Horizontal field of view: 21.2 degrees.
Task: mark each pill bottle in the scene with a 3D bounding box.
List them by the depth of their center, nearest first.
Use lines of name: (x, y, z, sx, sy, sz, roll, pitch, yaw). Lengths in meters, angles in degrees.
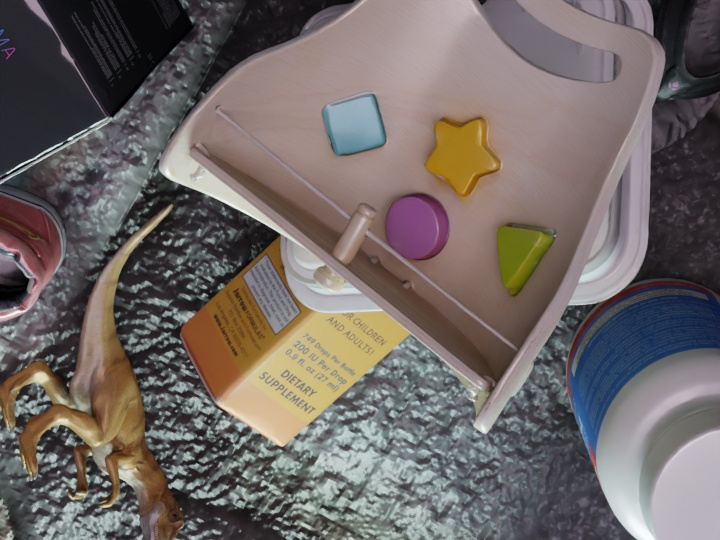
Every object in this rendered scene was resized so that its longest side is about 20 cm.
pill bottle: (0.173, 0.083, 1.005, 0.111, 0.200, 0.113, 0, 106, -1)

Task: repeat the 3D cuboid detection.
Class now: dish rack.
dish rack: (0.046, -0.068, 0.969, 0.198, 0.043, 0.173, -3, 74, 26)

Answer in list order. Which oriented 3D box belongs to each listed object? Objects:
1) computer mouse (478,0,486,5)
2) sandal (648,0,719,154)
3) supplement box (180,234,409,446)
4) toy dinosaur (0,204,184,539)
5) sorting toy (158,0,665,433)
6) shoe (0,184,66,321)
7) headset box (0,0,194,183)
computer mouse: (-0.039, -0.174, 0.931, 0.199, 0.140, 0.046, 16, 91, 24)
sandal: (0.194, -0.144, 1.019, 0.075, 0.048, 0.201, 38, 101, -11)
supplement box: (0.000, 0.000, 1.038, 0.200, 0.069, 0.066, -44, 134, 8)
toy dinosaur: (-0.148, 0.064, 1.076, 0.105, 0.060, 0.202, -16, 113, -22)
sorting toy: (0.044, -0.059, 0.879, 0.200, 0.107, 0.181, 38, 102, 18)
shoe: (-0.258, -0.023, 1.020, 0.198, 0.091, 0.072, 13, 105, -5)
headset box: (-0.178, -0.149, 0.925, 0.092, 0.200, 0.175, -26, 106, 16)
